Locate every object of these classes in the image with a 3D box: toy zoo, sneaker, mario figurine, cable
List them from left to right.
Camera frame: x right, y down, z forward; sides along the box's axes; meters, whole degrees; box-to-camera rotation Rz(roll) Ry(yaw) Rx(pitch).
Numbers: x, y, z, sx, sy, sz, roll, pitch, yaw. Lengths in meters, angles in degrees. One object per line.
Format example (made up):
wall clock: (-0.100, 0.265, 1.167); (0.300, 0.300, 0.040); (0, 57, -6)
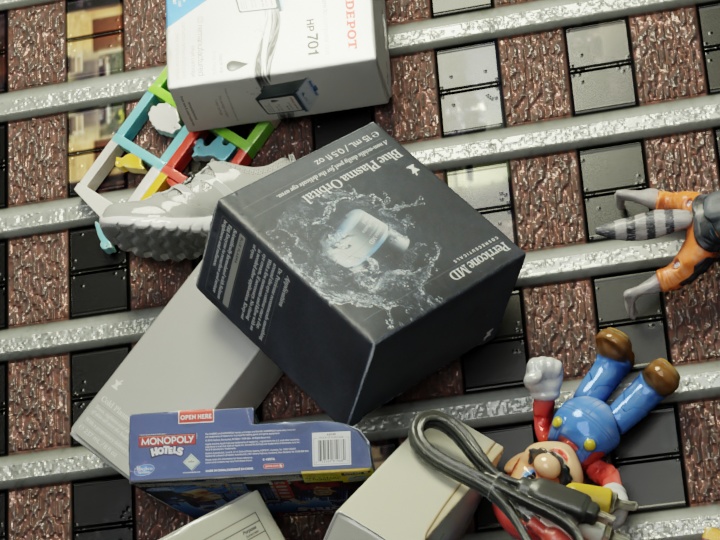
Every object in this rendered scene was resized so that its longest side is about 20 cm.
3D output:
toy zoo: (-0.185, -0.098, 1.890); (0.131, 0.020, 0.200); (31, 81, 22)
sneaker: (-0.145, -0.062, 1.830); (0.199, 0.075, 0.082); (-6, 67, -11)
cable: (0.122, 0.187, 1.589); (0.199, 0.050, 0.097); (21, 57, 12)
mario figurine: (0.184, 0.141, 1.658); (0.200, 0.106, 0.123); (-52, 32, -16)

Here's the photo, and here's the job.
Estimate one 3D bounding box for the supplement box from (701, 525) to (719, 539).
supplement box: (0.305, 0.321, 1.578); (0.110, 0.086, 0.201); (14, 75, 18)

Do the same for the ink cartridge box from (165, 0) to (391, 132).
ink cartridge box: (-0.078, -0.224, 1.860); (0.199, 0.086, 0.147); (-9, 63, 8)

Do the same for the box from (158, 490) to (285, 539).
box: (-0.101, 0.303, 1.609); (0.127, 0.109, 0.201); (-26, 79, -22)

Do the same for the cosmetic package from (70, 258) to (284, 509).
cosmetic package: (-0.152, 0.103, 1.774); (0.107, 0.090, 0.200); (33, 85, 22)

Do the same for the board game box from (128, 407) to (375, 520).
board game box: (-0.083, 0.172, 1.680); (0.199, 0.200, 0.062); (-3, 71, 2)

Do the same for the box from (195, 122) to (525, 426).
box: (0.000, 0.000, 1.708); (0.196, 0.118, 0.200); (-30, 61, -37)

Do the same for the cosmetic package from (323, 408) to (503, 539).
cosmetic package: (0.036, 0.207, 1.614); (0.073, 0.200, 0.104); (29, 121, 13)

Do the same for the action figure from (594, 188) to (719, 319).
action figure: (0.308, -0.017, 1.681); (0.193, 0.105, 0.201); (-16, 51, 28)
